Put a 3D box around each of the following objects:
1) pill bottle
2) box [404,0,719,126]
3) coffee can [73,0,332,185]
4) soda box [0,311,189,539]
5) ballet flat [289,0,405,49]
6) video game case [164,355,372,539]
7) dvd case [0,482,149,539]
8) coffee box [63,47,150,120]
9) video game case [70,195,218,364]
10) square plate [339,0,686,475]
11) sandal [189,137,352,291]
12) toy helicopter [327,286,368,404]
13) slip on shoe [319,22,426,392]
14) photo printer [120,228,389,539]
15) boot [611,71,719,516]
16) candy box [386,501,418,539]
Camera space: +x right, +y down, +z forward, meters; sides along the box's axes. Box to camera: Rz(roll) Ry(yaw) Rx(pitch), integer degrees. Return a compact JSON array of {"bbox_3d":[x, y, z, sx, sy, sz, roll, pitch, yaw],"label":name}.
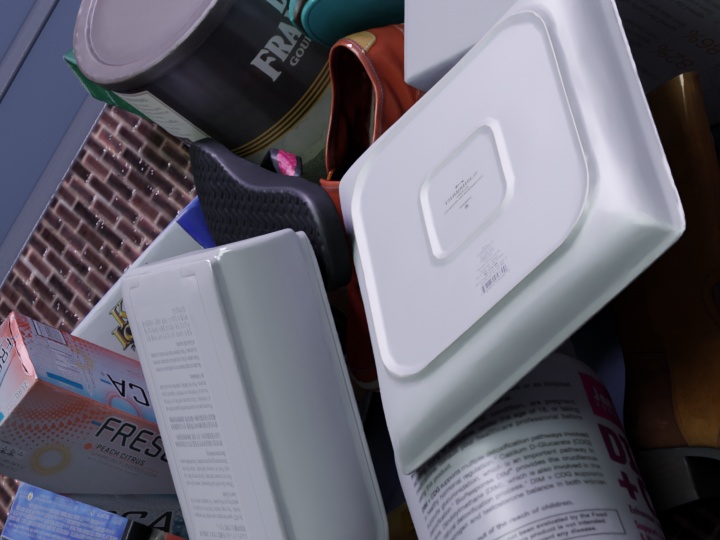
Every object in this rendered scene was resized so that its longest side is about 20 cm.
[{"bbox_3d":[0.081,0.111,1.199,0.113,0.113,0.200,-40,48,27],"label":"pill bottle"},{"bbox_3d":[0.143,-0.150,1.297,0.200,0.152,0.107,-23,55,39],"label":"box"},{"bbox_3d":[-0.047,-0.122,1.452,0.146,0.200,0.147,-30,42,31],"label":"coffee can"},{"bbox_3d":[-0.132,0.096,1.407,0.068,0.200,0.064,-50,39,19],"label":"soda box"},{"bbox_3d":[0.029,-0.155,1.394,0.067,0.200,0.071,-41,56,36],"label":"ballet flat"},{"bbox_3d":[-0.046,0.079,1.496,0.143,0.017,0.200,-2,68,49],"label":"video game case"},{"bbox_3d":[-0.208,0.230,1.596,0.143,0.018,0.200,6,73,50],"label":"dvd case"},{"bbox_3d":[-0.102,-0.150,1.639,0.123,0.044,0.200,-44,33,-14],"label":"coffee box"},{"bbox_3d":[-0.129,0.018,1.519,0.181,0.045,0.200,-46,4,19],"label":"video game case"},{"bbox_3d":[0.060,-0.034,1.185,0.200,0.028,0.198,-44,38,31],"label":"square plate"},{"bbox_3d":[-0.041,-0.031,1.335,0.200,0.045,0.075,23,132,61],"label":"sandal"},{"bbox_3d":[0.000,0.000,1.406,0.200,0.132,0.079,-64,-3,15],"label":"toy helicopter"},{"bbox_3d":[0.006,-0.035,1.335,0.074,0.061,0.201,7,95,59],"label":"slip on shoe"},{"bbox_3d":[-0.054,0.084,1.298,0.166,0.069,0.201,-13,93,67],"label":"photo printer"},{"bbox_3d":[0.186,0.002,1.186,0.188,0.068,0.201,-27,71,53],"label":"boot"},{"bbox_3d":[0.021,0.197,1.317,0.200,0.056,0.117,-36,45,29],"label":"candy box"}]
